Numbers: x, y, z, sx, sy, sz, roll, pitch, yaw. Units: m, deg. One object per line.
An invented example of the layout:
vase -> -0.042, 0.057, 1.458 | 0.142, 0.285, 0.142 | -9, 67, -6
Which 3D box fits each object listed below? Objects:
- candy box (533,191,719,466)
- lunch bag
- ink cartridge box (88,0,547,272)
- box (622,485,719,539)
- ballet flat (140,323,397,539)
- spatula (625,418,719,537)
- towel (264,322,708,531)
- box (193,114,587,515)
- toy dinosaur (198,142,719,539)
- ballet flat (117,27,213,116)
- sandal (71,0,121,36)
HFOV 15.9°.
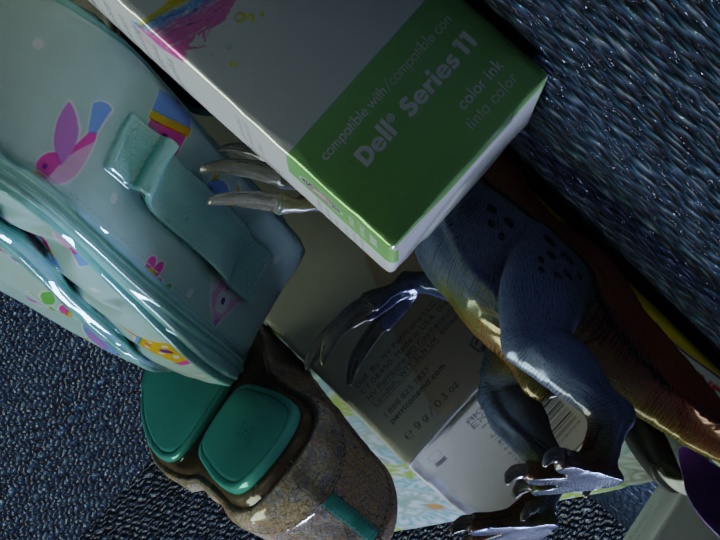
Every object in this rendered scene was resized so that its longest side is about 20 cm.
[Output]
candy box -> 0.085, 0.009, 0.966 | 0.200, 0.026, 0.102 | 43, 177, -11
lunch bag -> -0.112, -0.037, 0.868 | 0.160, 0.077, 0.200 | 27, 171, 30
ink cartridge box -> -0.043, -0.092, 0.742 | 0.200, 0.067, 0.117 | 42, 178, 2
box -> 0.162, 0.221, 1.081 | 0.199, 0.200, 0.131 | 33, 177, 6
ballet flat -> -0.033, 0.066, 0.941 | 0.067, 0.068, 0.200 | 37, -177, -19
spatula -> 0.125, 0.079, 0.985 | 0.056, 0.021, 0.200 | 37, -178, -12
towel -> 0.033, 0.056, 1.124 | 0.171, 0.199, 0.048 | 41, -137, -51
box -> 0.000, 0.000, 0.991 | 0.200, 0.078, 0.095 | 44, -179, 32
toy dinosaur -> 0.043, -0.001, 0.856 | 0.105, 0.199, 0.182 | 107, 159, -63
ballet flat -> -0.076, -0.125, 0.913 | 0.073, 0.073, 0.200 | 44, -176, -36
sandal -> -0.158, -0.161, 1.073 | 0.200, 0.054, 0.082 | 59, 153, 10
